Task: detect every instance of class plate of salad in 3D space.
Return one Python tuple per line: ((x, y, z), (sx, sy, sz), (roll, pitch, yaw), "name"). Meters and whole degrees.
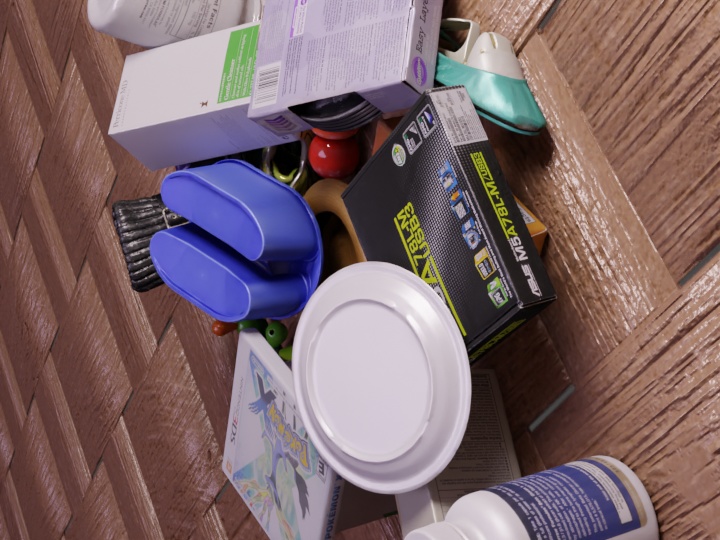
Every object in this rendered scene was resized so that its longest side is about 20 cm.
((0.020, 0.093, 1.159), (0.198, 0.048, 0.203), (4, 96, 40), "plate of salad")

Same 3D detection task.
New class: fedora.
((0.000, 0.000, 1.352), (0.200, 0.081, 0.203), (31, 127, 53), "fedora")

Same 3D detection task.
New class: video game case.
((-0.079, 0.186, 1.314), (0.200, 0.022, 0.184), (45, 135, 44), "video game case")

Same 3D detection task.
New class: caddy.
((-0.124, -0.031, 1.367), (0.199, 0.104, 0.143), (31, 117, 34), "caddy")

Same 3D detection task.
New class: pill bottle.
((0.135, 0.225, 1.073), (0.111, 0.198, 0.113), (24, 119, 54), "pill bottle")
((-0.187, -0.287, 1.450), (0.114, 0.198, 0.116), (-29, 54, 49), "pill bottle")

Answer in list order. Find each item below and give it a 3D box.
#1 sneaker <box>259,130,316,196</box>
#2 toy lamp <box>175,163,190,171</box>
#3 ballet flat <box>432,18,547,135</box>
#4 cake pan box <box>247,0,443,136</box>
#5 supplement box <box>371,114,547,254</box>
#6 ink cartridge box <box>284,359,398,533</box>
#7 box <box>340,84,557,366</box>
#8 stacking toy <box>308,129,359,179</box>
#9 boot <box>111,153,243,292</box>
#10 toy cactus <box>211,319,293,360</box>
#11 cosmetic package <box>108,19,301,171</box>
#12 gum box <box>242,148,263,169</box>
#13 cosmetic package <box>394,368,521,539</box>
((-0.087, -0.095, 1.456), (0.074, 0.077, 0.202), (13, 121, 9), "sneaker")
((-0.170, -0.070, 1.563), (0.202, 0.058, 0.058), (66, 147, 19), "toy lamp")
((0.094, -0.180, 1.157), (0.200, 0.067, 0.071), (35, 114, 48), "ballet flat")
((-0.011, -0.227, 1.199), (0.183, 0.052, 0.203), (-10, 65, 39), "cake pan box")
((0.084, -0.063, 1.205), (0.201, 0.068, 0.067), (54, 143, 40), "supplement box")
((-0.022, 0.171, 1.379), (0.200, 0.143, 0.085), (37, 129, 49), "ink cartridge box")
((0.068, -0.024, 1.137), (0.193, 0.047, 0.202), (-43, 64, 54), "box")
((-0.027, -0.188, 1.354), (0.085, 0.085, 0.202), (42, 139, 46), "stacking toy")
((-0.205, -0.091, 1.487), (0.079, 0.156, 0.214), (94, 164, -78), "boot")
((-0.119, 0.117, 1.597), (0.201, 0.101, 0.166), (58, 154, 19), "toy cactus")
((-0.158, -0.183, 1.398), (0.198, 0.085, 0.109), (-9, 60, 28), "cosmetic package")
((-0.143, -0.154, 1.585), (0.200, 0.044, 0.172), (46, 136, 43), "gum box")
((0.088, 0.193, 1.202), (0.073, 0.102, 0.202), (127, 139, -52), "cosmetic package")
